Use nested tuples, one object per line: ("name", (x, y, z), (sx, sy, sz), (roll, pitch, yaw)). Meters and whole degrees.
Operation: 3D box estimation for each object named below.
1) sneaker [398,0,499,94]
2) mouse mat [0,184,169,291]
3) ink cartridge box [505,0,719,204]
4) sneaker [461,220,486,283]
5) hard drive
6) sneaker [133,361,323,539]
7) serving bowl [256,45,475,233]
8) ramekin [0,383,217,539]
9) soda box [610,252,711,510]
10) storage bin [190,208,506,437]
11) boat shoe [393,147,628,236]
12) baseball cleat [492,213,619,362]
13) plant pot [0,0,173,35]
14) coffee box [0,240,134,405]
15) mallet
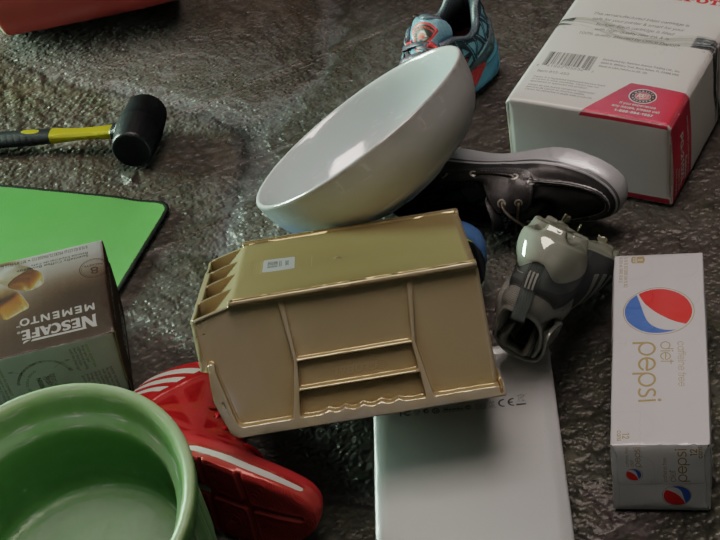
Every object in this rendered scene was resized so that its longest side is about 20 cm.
("sneaker", (0.050, -0.177, 1.591), (0.079, 0.096, 0.200), (14, 44, 27))
("mouse mat", (-0.276, -0.018, 1.536), (0.198, 0.008, 0.161), (7, 42, 18))
("ink cartridge box", (0.228, -0.158, 1.540), (0.144, 0.085, 0.200), (12, 44, 25))
("sneaker", (0.000, 0.000, 1.419), (0.198, 0.066, 0.079), (-11, 23, 0))
("hard drive", (0.075, 0.130, 1.265), (0.131, 0.027, 0.201), (-6, 38, 4))
("sneaker", (-0.095, 0.114, 1.281), (0.199, 0.079, 0.116), (15, 46, 26))
("serving bowl", (0.014, -0.089, 1.431), (0.199, 0.066, 0.200), (-34, 16, 11))
("ramekin", (-0.187, 0.182, 1.173), (0.198, 0.098, 0.201), (-9, 49, 10))
("soda box", (0.210, 0.074, 1.277), (0.067, 0.064, 0.201), (-1, 39, 10))
("storage bin", (-0.010, 0.033, 1.283), (0.197, 0.095, 0.200), (-10, 13, 2))
("boat shoe", (0.112, -0.058, 1.458), (0.198, 0.070, 0.066), (10, 50, 23))
("baseball cleat", (0.136, 0.012, 1.334), (0.069, 0.107, 0.200), (27, 6, 19))
("plant pot", (-0.294, -0.329, 1.793), (0.176, 0.201, 0.201), (-22, 39, 0))
("coffee box", (-0.278, 0.061, 1.379), (0.198, 0.080, 0.115), (-13, 41, -3))
("mallet", (-0.269, -0.128, 1.649), (0.198, 0.041, 0.066), (2, 41, 20))
